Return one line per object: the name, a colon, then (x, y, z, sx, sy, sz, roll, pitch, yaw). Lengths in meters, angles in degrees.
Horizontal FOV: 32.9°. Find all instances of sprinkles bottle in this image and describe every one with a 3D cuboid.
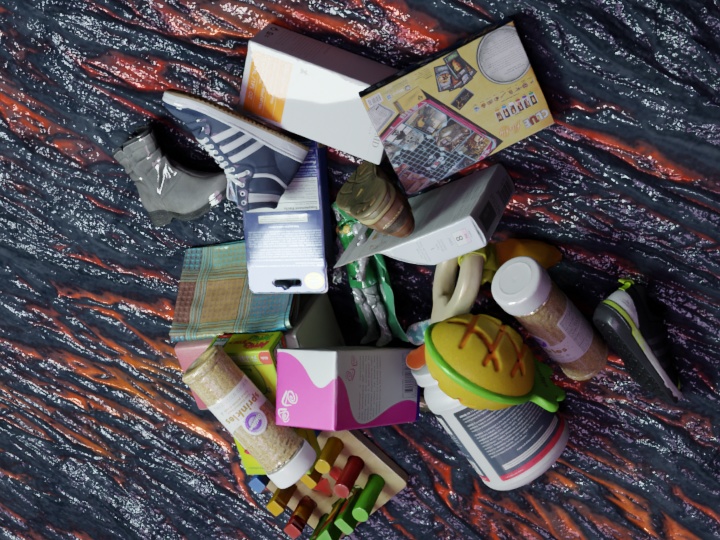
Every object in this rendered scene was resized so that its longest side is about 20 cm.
sprinkles bottle: (0.239, 0.062, 1.513, 0.068, 0.069, 0.200, -18, 138, 29)
sprinkles bottle: (-0.144, 0.190, 1.583, 0.068, 0.068, 0.200, -33, 104, 33)

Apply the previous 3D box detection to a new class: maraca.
maraca: (0.164, 0.116, 1.486, 0.198, 0.138, 0.107, 17, 123, -26)

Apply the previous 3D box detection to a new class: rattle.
rattle: (0.151, 0.043, 1.579, 0.141, 0.130, 0.202, 3, 111, -29)

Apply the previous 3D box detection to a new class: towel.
towel: (-0.169, 0.023, 1.676, 0.198, 0.148, 0.022, -6, 151, 26)

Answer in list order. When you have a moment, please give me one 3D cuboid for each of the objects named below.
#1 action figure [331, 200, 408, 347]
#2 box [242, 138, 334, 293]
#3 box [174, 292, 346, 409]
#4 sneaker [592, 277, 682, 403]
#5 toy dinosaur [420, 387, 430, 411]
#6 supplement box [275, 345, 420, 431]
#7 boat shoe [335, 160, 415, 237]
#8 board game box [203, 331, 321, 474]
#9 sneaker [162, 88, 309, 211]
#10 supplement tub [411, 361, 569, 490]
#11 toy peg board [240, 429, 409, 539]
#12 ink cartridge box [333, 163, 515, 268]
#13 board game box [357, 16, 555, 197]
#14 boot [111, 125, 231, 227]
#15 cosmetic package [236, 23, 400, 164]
action figure: (0.000, 0.000, 1.625, 0.118, 0.054, 0.202, 2, 111, 58)
box: (-0.098, -0.071, 1.613, 0.120, 0.032, 0.203, -1, 97, 22)
box: (-0.138, 0.111, 1.713, 0.198, 0.128, 0.110, -8, 116, 24)
sneaker: (0.369, 0.088, 1.532, 0.072, 0.083, 0.200, 28, 162, 53)
toy dinosaur: (0.061, 0.176, 1.725, 0.197, 0.048, 0.089, 7, 128, 15)
supplement box: (-0.013, 0.152, 1.610, 0.102, 0.199, 0.103, 1, 88, 34)
boat shoe: (0.020, -0.083, 1.507, 0.067, 0.200, 0.072, 39, 96, -19)
board game box: (-0.130, 0.182, 1.644, 0.100, 0.048, 0.202, -4, 118, 23)
sneaker: (-0.170, -0.145, 1.524, 0.198, 0.070, 0.109, 23, 98, -24)
supplement tub: (0.173, 0.177, 1.620, 0.140, 0.141, 0.201, -28, 106, 32)
toy peg board: (-0.069, 0.324, 1.829, 0.199, 0.098, 0.200, 42, 124, -6)
ink cartridge box: (0.082, -0.053, 1.508, 0.199, 0.163, 0.057, -25, 107, 30)
board game box: (0.114, -0.193, 1.443, 0.198, 0.035, 0.137, -25, 109, 4)
boot: (-0.255, -0.135, 1.631, 0.199, 0.070, 0.133, -13, 114, 43)
cosmetic package: (-0.046, -0.221, 1.518, 0.198, 0.071, 0.102, 21, 124, 9)
